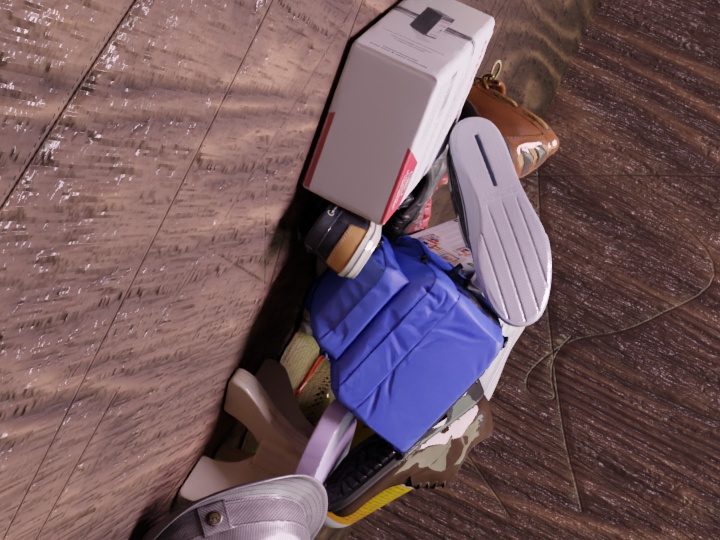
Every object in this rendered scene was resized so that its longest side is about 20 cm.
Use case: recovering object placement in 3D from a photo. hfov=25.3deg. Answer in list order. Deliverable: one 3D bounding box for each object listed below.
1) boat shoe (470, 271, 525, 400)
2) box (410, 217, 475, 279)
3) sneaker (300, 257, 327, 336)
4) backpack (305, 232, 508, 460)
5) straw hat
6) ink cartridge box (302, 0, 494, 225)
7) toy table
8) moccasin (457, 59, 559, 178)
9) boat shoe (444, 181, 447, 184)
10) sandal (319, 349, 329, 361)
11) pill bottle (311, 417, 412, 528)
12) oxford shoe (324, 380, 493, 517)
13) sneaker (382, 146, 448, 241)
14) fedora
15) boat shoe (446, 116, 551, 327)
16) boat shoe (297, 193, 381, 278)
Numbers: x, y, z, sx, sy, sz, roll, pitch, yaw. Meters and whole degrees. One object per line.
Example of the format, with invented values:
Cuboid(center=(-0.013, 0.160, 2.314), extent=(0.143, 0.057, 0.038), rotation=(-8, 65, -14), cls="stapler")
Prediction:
Cuboid(center=(0.120, 0.056, 1.635), extent=(0.068, 0.072, 0.201), rotation=(-9, 128, -59), cls="boat shoe")
Cuboid(center=(0.103, -0.008, 1.733), extent=(0.199, 0.109, 0.035), rotation=(-20, 128, -53), cls="box")
Cuboid(center=(0.000, 0.000, 1.647), extent=(0.081, 0.083, 0.201), rotation=(-57, 167, -45), cls="sneaker")
Cuboid(center=(0.036, 0.045, 1.521), extent=(0.162, 0.168, 0.200), rotation=(-41, -168, 8), cls="backpack")
Cuboid(center=(-0.051, 0.146, 1.760), extent=(0.202, 0.084, 0.201), rotation=(-61, 171, -16), cls="straw hat")
Cuboid(center=(0.037, -0.150, 1.416), extent=(0.200, 0.083, 0.145), rotation=(-50, 163, -60), cls="ink cartridge box")
Cuboid(center=(-0.084, 0.179, 1.543), extent=(0.184, 0.116, 0.201), rotation=(-53, 166, -50), cls="toy table")
Cuboid(center=(0.118, -0.161, 1.576), extent=(0.077, 0.201, 0.074), rotation=(-25, 126, -23), cls="moccasin")
Cuboid(center=(0.095, -0.181, 1.745), extent=(0.075, 0.068, 0.201), rotation=(-56, 168, -47), cls="boat shoe")
Cuboid(center=(-0.035, 0.139, 1.918), extent=(0.087, 0.079, 0.202), rotation=(70, 38, -74), cls="sandal")
Cuboid(center=(-0.008, 0.198, 1.669), extent=(0.199, 0.113, 0.113), rotation=(-33, -175, 23), cls="pill bottle")
Cuboid(center=(0.052, 0.186, 1.544), extent=(0.199, 0.085, 0.073), rotation=(-32, -161, -18), cls="oxford shoe")
Cuboid(center=(0.042, -0.081, 1.730), extent=(0.098, 0.071, 0.201), rotation=(-39, 164, -42), cls="sneaker")
Cuboid(center=(-0.106, 0.272, 1.423), extent=(0.198, 0.091, 0.178), rotation=(-12, 141, -19), cls="fedora")
Cuboid(center=(0.128, -0.043, 1.490), extent=(0.071, 0.071, 0.202), rotation=(108, -30, -76), cls="boat shoe")
Cuboid(center=(-0.021, -0.049, 1.446), extent=(0.075, 0.062, 0.200), rotation=(-58, -171, 13), cls="boat shoe")
